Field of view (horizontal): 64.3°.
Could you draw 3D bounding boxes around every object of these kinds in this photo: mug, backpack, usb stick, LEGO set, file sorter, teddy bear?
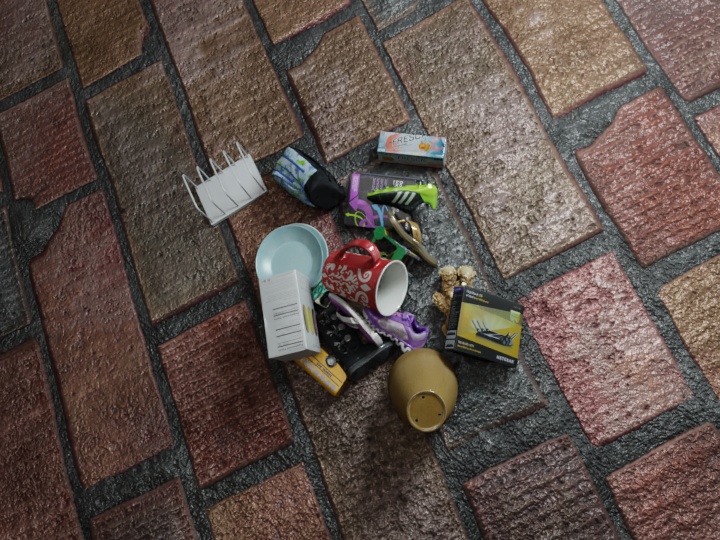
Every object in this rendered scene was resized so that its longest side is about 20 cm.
[{"bbox_3d":[0.007,0.001,1.442,0.196,0.131,0.184,15,108,39],"label":"mug"},{"bbox_3d":[-0.160,-0.264,1.626,0.153,0.162,0.202,-41,65,12],"label":"backpack"},{"bbox_3d":[0.084,-0.245,1.638,0.193,0.033,0.058,8,85,12],"label":"usb stick"},{"bbox_3d":[0.074,-0.008,1.553,0.152,0.115,0.205,28,94,35],"label":"LEGO set"},{"bbox_3d":[-0.398,-0.258,1.678,0.196,0.125,0.141,-30,73,0],"label":"file sorter"},{"bbox_3d":[0.258,0.081,1.509,0.140,0.067,0.206,-13,72,-13],"label":"teddy bear"}]

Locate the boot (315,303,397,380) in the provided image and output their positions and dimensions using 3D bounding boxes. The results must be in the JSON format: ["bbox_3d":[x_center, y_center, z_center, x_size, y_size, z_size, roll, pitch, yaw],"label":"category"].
[{"bbox_3d":[-0.016,0.168,1.533,0.161,0.067,0.201,-25,55,-23],"label":"boot"}]

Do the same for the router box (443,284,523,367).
[{"bbox_3d":[0.311,0.142,1.432,0.194,0.052,0.163,17,76,-23],"label":"router box"}]

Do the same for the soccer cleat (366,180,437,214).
[{"bbox_3d":[0.112,-0.191,1.550,0.193,0.068,0.084,-3,105,12],"label":"soccer cleat"}]

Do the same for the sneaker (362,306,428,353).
[{"bbox_3d":[0.097,0.136,1.488,0.197,0.081,0.090,36,118,5],"label":"sneaker"}]

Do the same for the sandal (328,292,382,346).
[{"bbox_3d":[-0.025,0.130,1.476,0.050,0.083,0.201,-44,61,-11],"label":"sandal"}]

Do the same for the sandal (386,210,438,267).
[{"bbox_3d":[0.146,-0.093,1.541,0.200,0.080,0.054,44,98,-6],"label":"sandal"}]

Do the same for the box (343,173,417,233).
[{"bbox_3d":[0.056,-0.189,1.609,0.193,0.036,0.149,7,92,10],"label":"box"}]

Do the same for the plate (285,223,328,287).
[{"bbox_3d":[-0.183,-0.033,1.633,0.193,0.026,0.208,-3,76,10],"label":"plate"}]

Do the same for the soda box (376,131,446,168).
[{"bbox_3d":[0.147,-0.344,1.632,0.193,0.068,0.066,8,76,13],"label":"soda box"}]

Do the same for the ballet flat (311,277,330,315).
[{"bbox_3d":[-0.126,0.086,1.571,0.199,0.067,0.071,-43,80,-2],"label":"ballet flat"}]

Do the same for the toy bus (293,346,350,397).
[{"bbox_3d":[-0.114,0.241,1.528,0.198,0.065,0.079,38,86,16],"label":"toy bus"}]

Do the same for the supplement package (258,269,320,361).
[{"bbox_3d":[-0.181,0.119,1.477,0.106,0.114,0.207,-14,75,12],"label":"supplement package"}]

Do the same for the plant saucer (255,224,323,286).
[{"bbox_3d":[-0.195,-0.023,1.600,0.193,0.039,0.209,-2,76,9],"label":"plant saucer"}]

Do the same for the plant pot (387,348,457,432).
[{"bbox_3d":[0.153,0.304,1.367,0.179,0.200,0.194,0,96,3],"label":"plant pot"}]
